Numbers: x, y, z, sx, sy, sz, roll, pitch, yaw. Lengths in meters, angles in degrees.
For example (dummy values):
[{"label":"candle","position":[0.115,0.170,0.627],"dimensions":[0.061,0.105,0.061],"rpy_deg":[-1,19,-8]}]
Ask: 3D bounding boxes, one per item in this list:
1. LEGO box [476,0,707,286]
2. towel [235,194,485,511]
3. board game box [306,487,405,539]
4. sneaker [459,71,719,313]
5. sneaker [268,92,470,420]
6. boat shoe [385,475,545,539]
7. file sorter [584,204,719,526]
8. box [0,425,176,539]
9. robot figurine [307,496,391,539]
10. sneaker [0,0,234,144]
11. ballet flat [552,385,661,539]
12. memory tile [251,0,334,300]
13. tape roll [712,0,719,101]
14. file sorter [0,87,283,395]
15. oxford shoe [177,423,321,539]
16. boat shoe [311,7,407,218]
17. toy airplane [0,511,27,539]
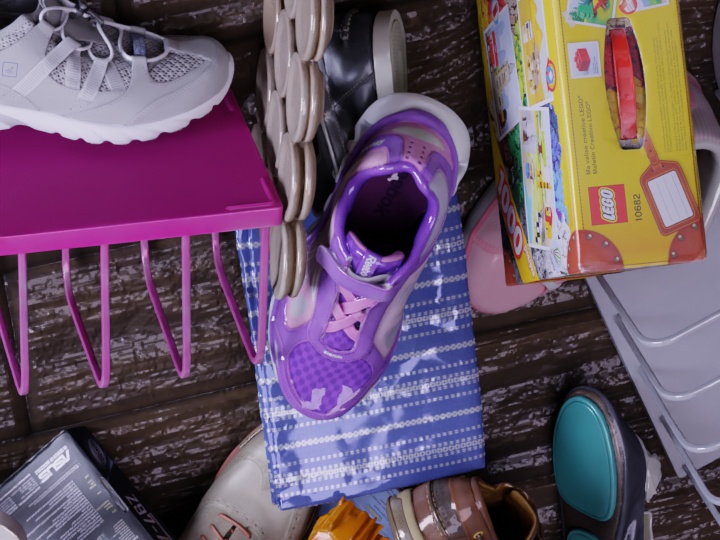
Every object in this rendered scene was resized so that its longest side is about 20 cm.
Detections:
[{"label":"LEGO box","position":[0.127,-0.097,1.564],"dimensions":[0.077,0.149,0.202],"rpy_deg":[-5,87,-14]},{"label":"towel","position":[0.000,0.040,1.701],"dimensions":[0.144,0.024,0.202],"rpy_deg":[-11,106,-14]},{"label":"board game box","position":[0.017,0.206,1.835],"dimensions":[0.103,0.019,0.200],"rpy_deg":[-38,124,5]},{"label":"sneaker","position":[0.143,-0.032,1.685],"dimensions":[0.200,0.105,0.075],"rpy_deg":[-42,125,10]},{"label":"sneaker","position":[0.000,0.000,1.570],"dimensions":[0.080,0.089,0.201],"rpy_deg":[20,110,-5]},{"label":"boat shoe","position":[0.088,0.176,1.769],"dimensions":[0.067,0.072,0.200],"rpy_deg":[-27,153,17]},{"label":"file sorter","position":[0.248,0.059,1.760],"dimensions":[0.138,0.125,0.201],"rpy_deg":[-28,124,0]},{"label":"box","position":[-0.200,0.220,1.706],"dimensions":[0.200,0.044,0.160],"rpy_deg":[-41,84,8]},{"label":"robot figurine","position":[-0.049,0.240,1.734],"dimensions":[0.058,0.145,0.201],"rpy_deg":[33,135,10]},{"label":"sneaker","position":[-0.166,-0.122,1.548],"dimensions":[0.198,0.075,0.083],"rpy_deg":[-2,122,-16]},{"label":"ballet flat","position":[0.166,0.158,1.833],"dimensions":[0.072,0.073,0.201],"rpy_deg":[-9,116,-13]},{"label":"memory tile","position":[-0.040,-0.100,1.556],"dimensions":[0.017,0.154,0.201],"rpy_deg":[0,121,-11]},{"label":"tape roll","position":[0.330,-0.124,1.669],"dimensions":[0.201,0.139,0.204],"rpy_deg":[-8,122,-14]},{"label":"file sorter","position":[-0.158,-0.011,1.581],"dimensions":[0.198,0.139,0.126],"rpy_deg":[-6,124,-14]},{"label":"oxford shoe","position":[-0.082,0.177,1.741],"dimensions":[0.071,0.074,0.201],"rpy_deg":[33,108,5]},{"label":"boat shoe","position":[-0.005,-0.057,1.635],"dimensions":[0.067,0.072,0.202],"rpy_deg":[-1,110,7]},{"label":"toy airplane","position":[-0.318,0.167,1.590],"dimensions":[0.198,0.142,0.200],"rpy_deg":[24,141,-29]}]
